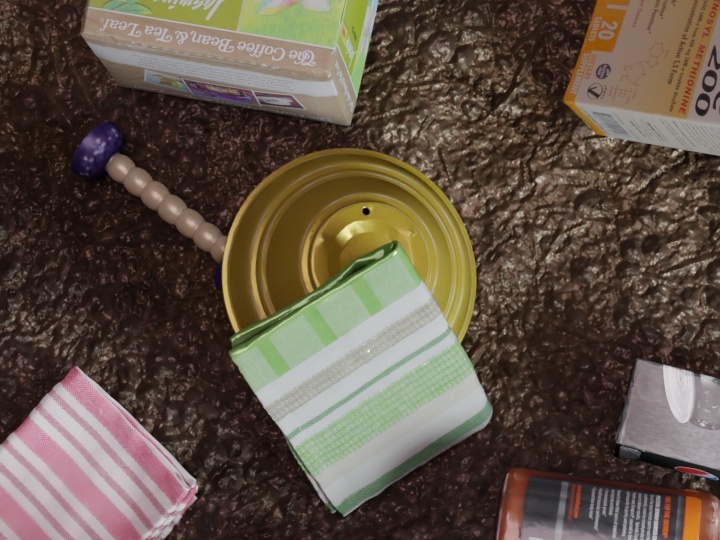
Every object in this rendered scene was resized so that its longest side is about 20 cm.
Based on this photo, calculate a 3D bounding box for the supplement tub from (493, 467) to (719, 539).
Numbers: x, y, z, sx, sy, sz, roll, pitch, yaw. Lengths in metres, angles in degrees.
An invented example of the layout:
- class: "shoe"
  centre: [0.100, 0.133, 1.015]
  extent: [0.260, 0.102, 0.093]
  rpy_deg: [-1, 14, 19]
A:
- class: "supplement tub"
  centre: [0.196, 0.205, 1.387]
  extent: [0.199, 0.107, 0.108]
  rpy_deg: [6, 78, 9]

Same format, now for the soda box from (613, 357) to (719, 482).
- class: "soda box"
  centre: [0.290, 0.124, 1.416]
  extent: [0.199, 0.063, 0.071]
  rpy_deg: [14, 80, 9]

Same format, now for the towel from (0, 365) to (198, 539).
- class: "towel"
  centre: [-0.238, 0.192, 1.482]
  extent: [0.146, 0.030, 0.200]
  rpy_deg: [42, 86, 14]

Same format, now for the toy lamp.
- class: "toy lamp"
  centre: [-0.136, -0.041, 1.508]
  extent: [0.200, 0.058, 0.058]
  rpy_deg: [39, 84, 12]

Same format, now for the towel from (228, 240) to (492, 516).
- class: "towel"
  centre: [0.003, 0.079, 1.405]
  extent: [0.149, 0.200, 0.031]
  rpy_deg: [-32, 41, -3]

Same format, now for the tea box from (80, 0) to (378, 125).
- class: "tea box"
  centre: [-0.090, -0.236, 1.505]
  extent: [0.199, 0.134, 0.198]
  rpy_deg: [9, 79, 9]

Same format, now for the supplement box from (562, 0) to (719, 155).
- class: "supplement box"
  centre: [0.267, -0.156, 1.438]
  extent: [0.199, 0.073, 0.127]
  rpy_deg: [12, 78, 34]

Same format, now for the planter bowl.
- class: "planter bowl"
  centre: [0.000, 0.000, 1.439]
  extent: [0.199, 0.083, 0.202]
  rpy_deg: [1, 83, -11]
